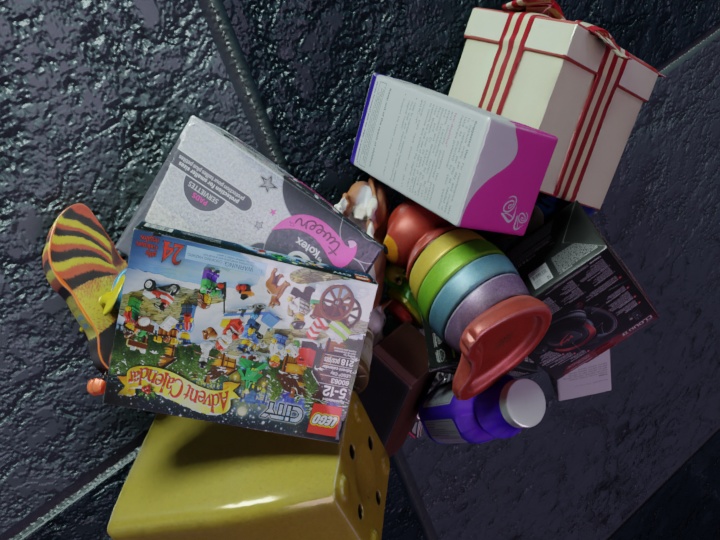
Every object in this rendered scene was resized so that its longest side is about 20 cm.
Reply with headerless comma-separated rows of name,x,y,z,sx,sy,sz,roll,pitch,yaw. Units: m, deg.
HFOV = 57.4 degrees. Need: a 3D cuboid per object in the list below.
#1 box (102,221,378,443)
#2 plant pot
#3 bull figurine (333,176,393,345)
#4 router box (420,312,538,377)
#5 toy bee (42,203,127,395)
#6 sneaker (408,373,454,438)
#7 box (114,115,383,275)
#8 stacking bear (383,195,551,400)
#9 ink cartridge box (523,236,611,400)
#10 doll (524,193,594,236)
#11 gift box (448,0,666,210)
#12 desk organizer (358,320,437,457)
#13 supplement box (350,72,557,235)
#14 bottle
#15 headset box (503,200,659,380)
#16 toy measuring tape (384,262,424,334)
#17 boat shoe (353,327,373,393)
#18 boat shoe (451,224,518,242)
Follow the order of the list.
box,-0.095,0.053,0.534,0.194,0.038,0.141,12,99,-13
plant pot,-0.080,0.209,0.639,0.194,0.198,0.198,-11,126,20
bull figurine,0.000,0.000,0.748,0.063,0.122,0.207,3,109,11
router box,0.144,0.050,0.812,0.198,0.061,0.155,17,60,-52
toy bee,-0.214,0.047,0.579,0.109,0.198,0.132,-51,177,-32
sneaker,0.135,0.153,0.909,0.200,0.074,0.081,-47,164,-5
box,-0.096,-0.028,0.601,0.197,0.115,0.134,33,93,-12
stacking bear,0.092,0.006,0.678,0.111,0.202,0.123,-24,145,-18
ink cartridge box,0.294,0.058,0.937,0.083,0.149,0.205,-11,124,6
doll,0.247,-0.087,0.858,0.198,0.136,0.049,-29,154,-47
gift box,0.221,-0.189,0.746,0.181,0.199,0.192,6,108,-41
desk organizer,0.033,0.167,0.831,0.076,0.071,0.204,-31,150,-40
supplement box,0.088,-0.123,0.677,0.099,0.199,0.106,5,110,-35
bottle,0.134,0.154,0.737,0.082,0.200,0.067,-26,85,-23
headset box,0.242,0.036,0.762,0.147,0.076,0.198,-37,134,20
toy measuring tape,0.086,0.063,0.852,0.073,0.073,0.202,-42,129,-9
boat shoe,-0.077,0.105,0.719,0.195,0.064,0.074,-16,125,25
boat shoe,0.156,-0.058,0.845,0.195,0.064,0.074,-6,116,-33
